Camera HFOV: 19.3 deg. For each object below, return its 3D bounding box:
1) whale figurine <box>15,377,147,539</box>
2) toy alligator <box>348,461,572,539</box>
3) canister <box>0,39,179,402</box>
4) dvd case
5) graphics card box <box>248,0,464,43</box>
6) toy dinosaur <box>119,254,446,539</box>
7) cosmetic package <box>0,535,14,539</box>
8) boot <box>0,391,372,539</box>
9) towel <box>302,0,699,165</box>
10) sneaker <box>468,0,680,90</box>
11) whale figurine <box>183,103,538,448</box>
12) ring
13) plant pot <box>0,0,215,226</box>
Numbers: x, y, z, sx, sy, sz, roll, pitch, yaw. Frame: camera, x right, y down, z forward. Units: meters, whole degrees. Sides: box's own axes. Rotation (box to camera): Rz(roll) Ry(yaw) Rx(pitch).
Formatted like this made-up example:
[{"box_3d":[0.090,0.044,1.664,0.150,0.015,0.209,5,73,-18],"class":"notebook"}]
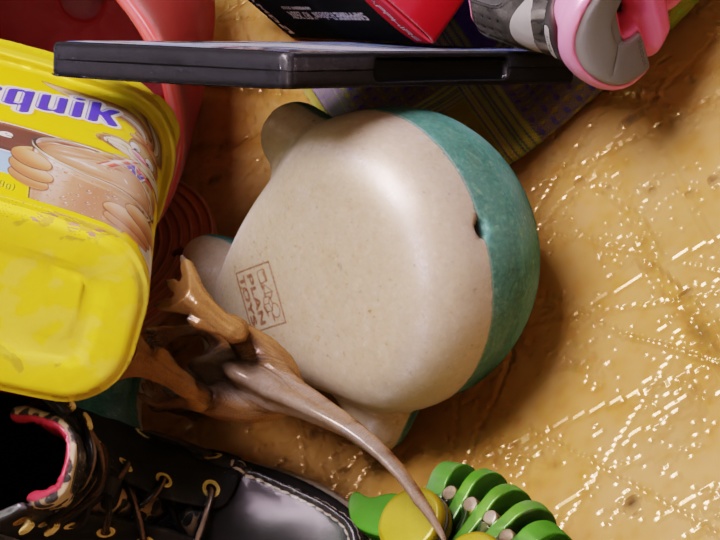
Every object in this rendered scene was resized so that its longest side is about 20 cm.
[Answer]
[{"box_3d":[-0.198,0.092,1.039,0.199,0.104,0.160,-23,49,22],"class":"whale figurine"},{"box_3d":[0.069,0.124,0.842,0.054,0.059,0.200,-52,44,-5],"class":"toy alligator"},{"box_3d":[-0.154,-0.028,0.891,0.200,0.147,0.087,-99,26,-69],"class":"canister"},{"box_3d":[-0.017,-0.093,0.948,0.142,0.199,0.018,8,99,40],"class":"dvd case"},{"box_3d":[0.017,-0.176,1.052,0.126,0.051,0.200,-55,23,-8],"class":"graphics card box"},{"box_3d":[-0.043,0.046,0.890,0.200,0.106,0.061,14,75,59],"class":"toy dinosaur"},{"box_3d":[-0.191,0.148,0.933,0.200,0.103,0.087,39,87,12],"class":"cosmetic package"},{"box_3d":[-0.101,0.096,0.899,0.199,0.151,0.074,18,82,21],"class":"boot"},{"box_3d":[0.066,-0.114,1.039,0.200,0.023,0.144,-37,44,11],"class":"towel"},{"box_3d":[0.121,-0.162,0.961,0.095,0.079,0.200,12,46,40],"class":"sneaker"},{"box_3d":[0.000,0.000,0.955,0.200,0.103,0.160,-21,86,51],"class":"whale figurine"},{"box_3d":[-0.170,0.003,1.082,0.199,0.019,0.201,-8,32,5],"class":"ring"},{"box_3d":[-0.163,-0.113,1.081,0.199,0.201,0.178,-24,18,22],"class":"plant pot"}]
